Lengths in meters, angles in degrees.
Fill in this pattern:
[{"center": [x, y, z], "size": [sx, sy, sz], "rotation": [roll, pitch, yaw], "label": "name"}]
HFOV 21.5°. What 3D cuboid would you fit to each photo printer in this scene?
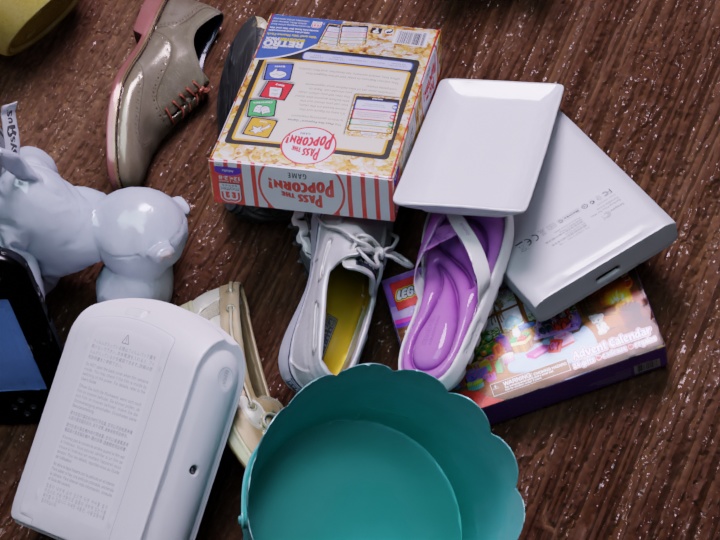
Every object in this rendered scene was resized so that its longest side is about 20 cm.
[{"center": [-0.178, 0.123, 1.478], "size": [0.165, 0.069, 0.202], "rotation": [11, 81, 41], "label": "photo printer"}]

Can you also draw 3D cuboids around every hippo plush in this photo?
[{"center": [-0.222, -0.041, 1.574], "size": [0.159, 0.201, 0.160], "rotation": [6, 31, -7], "label": "hippo plush"}]

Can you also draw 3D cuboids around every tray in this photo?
[{"center": [0.097, -0.096, 1.520], "size": [0.106, 0.022, 0.201], "rotation": [5, 35, 13], "label": "tray"}]

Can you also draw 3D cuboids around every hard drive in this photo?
[{"center": [0.146, -0.055, 1.531], "size": [0.131, 0.026, 0.200], "rotation": [-30, 45, -9], "label": "hard drive"}]

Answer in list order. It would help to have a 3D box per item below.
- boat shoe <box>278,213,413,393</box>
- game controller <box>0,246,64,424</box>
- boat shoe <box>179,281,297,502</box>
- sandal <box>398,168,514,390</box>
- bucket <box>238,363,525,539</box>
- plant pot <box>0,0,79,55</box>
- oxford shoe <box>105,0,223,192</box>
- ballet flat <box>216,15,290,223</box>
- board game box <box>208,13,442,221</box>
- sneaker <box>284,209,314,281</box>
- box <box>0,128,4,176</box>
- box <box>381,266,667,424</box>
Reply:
[{"center": [-0.004, -0.001, 1.499], "size": [0.074, 0.086, 0.203], "rotation": [30, 66, -24], "label": "boat shoe"}, {"center": [-0.292, 0.055, 1.511], "size": [0.103, 0.201, 0.042], "rotation": [-10, 45, 4], "label": "game controller"}, {"center": [-0.087, 0.097, 1.519], "size": [0.063, 0.073, 0.201], "rotation": [-29, 55, 2], "label": "boat shoe"}, {"center": [0.071, -0.001, 1.473], "size": [0.082, 0.050, 0.204], "rotation": [-8, 57, 30], "label": "sandal"}, {"center": [0.007, 0.177, 1.392], "size": [0.205, 0.135, 0.209], "rotation": [3, 73, -11], "label": "bucket"}, {"center": [-0.326, -0.278, 1.696], "size": [0.200, 0.200, 0.142], "rotation": [-42, 90, -10], "label": "plant pot"}, {"center": [-0.172, -0.156, 1.659], "size": [0.074, 0.071, 0.202], "rotation": [9, 68, 10], "label": "oxford shoe"}, {"center": [-0.090, -0.129, 1.646], "size": [0.056, 0.066, 0.202], "rotation": [13, 61, -28], "label": "ballet flat"}, {"center": [-0.025, -0.129, 1.548], "size": [0.150, 0.047, 0.201], "rotation": [7, 44, 12], "label": "board game box"}, {"center": [-0.016, -0.077, 1.589], "size": [0.090, 0.067, 0.202], "rotation": [-9, 61, 10], "label": "sneaker"}, {"center": [-0.378, -0.043, 1.618], "size": [0.060, 0.117, 0.201], "rotation": [30, 75, 23], "label": "box"}, {"center": [0.129, 0.041, 1.517], "size": [0.198, 0.039, 0.138], "rotation": [-19, 61, 2], "label": "box"}]
